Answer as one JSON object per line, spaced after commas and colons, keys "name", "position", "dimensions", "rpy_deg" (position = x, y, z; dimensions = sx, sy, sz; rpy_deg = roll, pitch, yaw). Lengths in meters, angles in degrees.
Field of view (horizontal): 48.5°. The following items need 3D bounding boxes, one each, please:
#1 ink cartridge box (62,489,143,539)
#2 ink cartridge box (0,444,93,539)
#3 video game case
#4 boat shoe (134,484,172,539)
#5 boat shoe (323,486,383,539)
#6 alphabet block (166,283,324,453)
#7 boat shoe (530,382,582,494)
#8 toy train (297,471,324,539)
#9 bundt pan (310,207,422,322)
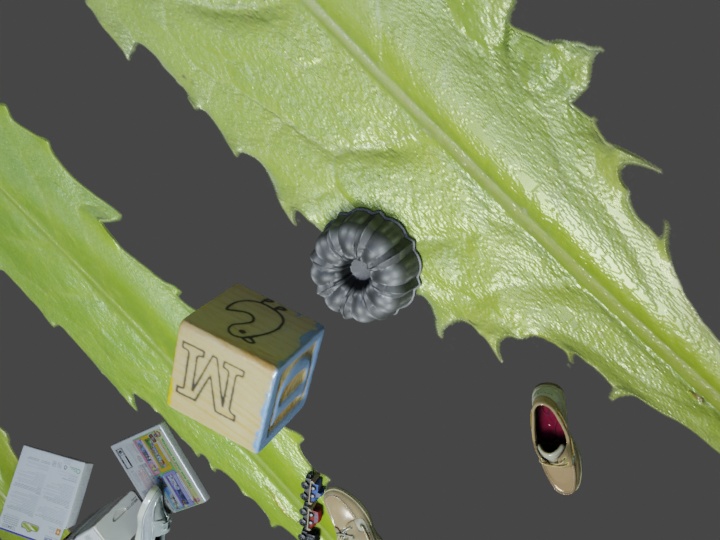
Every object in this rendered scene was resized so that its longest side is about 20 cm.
{"name": "ink cartridge box", "position": [-0.599, 0.609, 1.848], "dimensions": [0.200, 0.144, 0.084], "rpy_deg": [-35, 95, 33]}
{"name": "ink cartridge box", "position": [-0.745, 0.532, 1.888], "dimensions": [0.198, 0.041, 0.201], "rpy_deg": [9, 75, 23]}
{"name": "video game case", "position": [-0.448, 0.448, 1.782], "dimensions": [0.181, 0.022, 0.201], "rpy_deg": [-26, 96, 32]}
{"name": "boat shoe", "position": [-0.455, 0.562, 1.784], "dimensions": [0.071, 0.070, 0.202], "rpy_deg": [20, 122, 6]}
{"name": "boat shoe", "position": [-0.012, 0.517, 1.567], "dimensions": [0.072, 0.065, 0.201], "rpy_deg": [-30, 95, 32]}
{"name": "alphabet block", "position": [-0.207, 0.173, 1.453], "dimensions": [0.199, 0.195, 0.197], "rpy_deg": [24, 117, 15]}
{"name": "boat shoe", "position": [0.314, 0.287, 1.311], "dimensions": [0.074, 0.066, 0.201], "rpy_deg": [-10, 105, 29]}
{"name": "toy train", "position": [-0.099, 0.494, 1.620], "dimensions": [0.046, 0.034, 0.201], "rpy_deg": [13, 115, 18]}
{"name": "bundt pan", "position": [0.000, 0.000, 1.348], "dimensions": [0.201, 0.076, 0.203], "rpy_deg": [9, 113, 22]}
